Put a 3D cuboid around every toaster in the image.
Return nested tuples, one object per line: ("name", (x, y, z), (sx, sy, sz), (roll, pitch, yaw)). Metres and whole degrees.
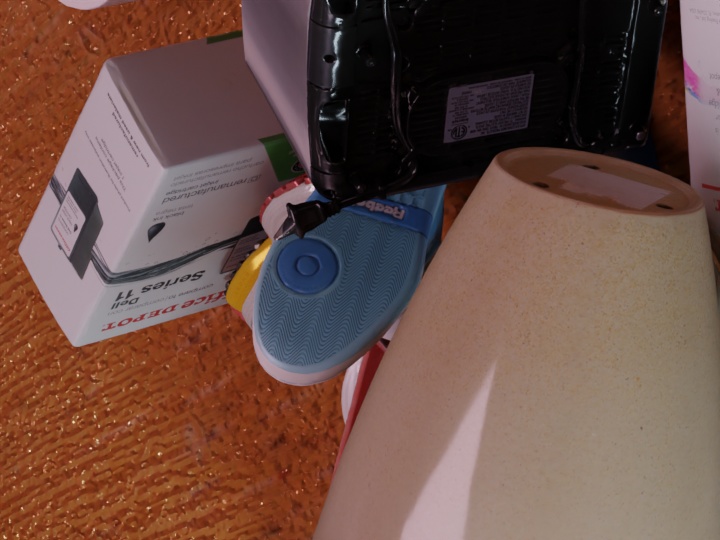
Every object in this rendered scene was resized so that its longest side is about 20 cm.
("toaster", (0.038, -0.134, 1.265), (0.119, 0.199, 0.181), (-123, 28, -46))

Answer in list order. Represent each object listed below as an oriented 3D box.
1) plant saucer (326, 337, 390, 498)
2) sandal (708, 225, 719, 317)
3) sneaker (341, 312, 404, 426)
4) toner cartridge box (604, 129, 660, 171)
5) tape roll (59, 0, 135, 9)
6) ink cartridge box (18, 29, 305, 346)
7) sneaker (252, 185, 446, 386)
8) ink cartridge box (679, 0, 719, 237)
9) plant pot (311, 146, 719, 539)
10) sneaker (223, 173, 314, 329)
("plant saucer", (0.059, 0.158, 1.466), (0.200, 0.037, 0.200), (48, 145, 28))
("sandal", (0.118, 0.001, 1.308), (0.200, 0.054, 0.081), (40, 142, 54))
("sneaker", (0.048, 0.114, 1.567), (0.100, 0.075, 0.200), (18, 126, 46))
("toner cartridge box", (0.099, -0.093, 1.416), (0.095, 0.043, 0.201), (-10, 94, 59))
("tape roll", (-0.160, -0.268, 1.722), (0.202, 0.071, 0.203), (30, 127, 49))
("ink cartridge box", (-0.104, -0.051, 1.653), (0.083, 0.146, 0.200), (60, 146, 20))
("sneaker", (0.000, 0.000, 1.451), (0.079, 0.200, 0.131), (24, 150, 9))
("ink cartridge box", (0.206, -0.072, 1.235), (0.117, 0.067, 0.201), (19, 118, 57))
("plant pot", (0.085, 0.054, 1.205), (0.187, 0.187, 0.201), (30, 114, 49))
("sneaker", (-0.015, -0.004, 1.612), (0.082, 0.078, 0.200), (57, 153, 18))
